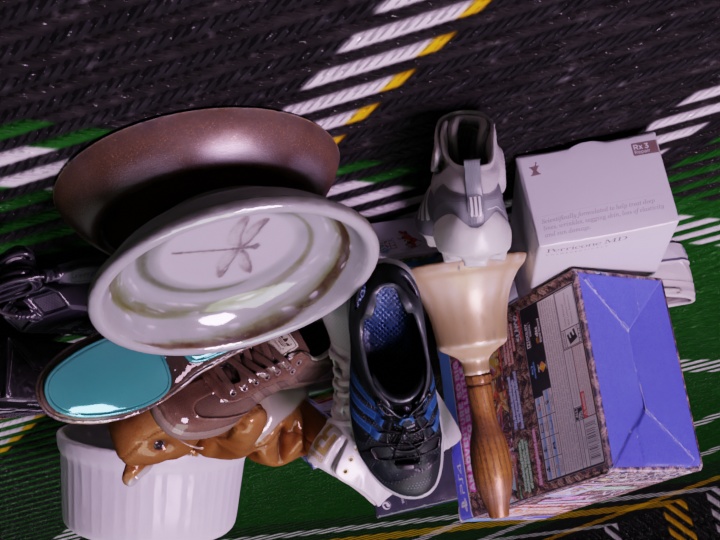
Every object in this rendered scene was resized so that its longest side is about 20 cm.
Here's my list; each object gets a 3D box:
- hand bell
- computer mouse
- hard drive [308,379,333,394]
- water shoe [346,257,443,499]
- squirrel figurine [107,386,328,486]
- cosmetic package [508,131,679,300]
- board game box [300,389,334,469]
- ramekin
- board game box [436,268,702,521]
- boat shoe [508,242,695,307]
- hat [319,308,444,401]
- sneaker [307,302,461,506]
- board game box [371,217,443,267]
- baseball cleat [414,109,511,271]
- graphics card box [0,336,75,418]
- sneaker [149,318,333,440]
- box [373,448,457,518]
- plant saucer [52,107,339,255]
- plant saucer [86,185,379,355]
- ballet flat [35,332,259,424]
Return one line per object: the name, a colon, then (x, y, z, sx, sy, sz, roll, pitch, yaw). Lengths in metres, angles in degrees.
hand bell: (0.092, 0.092, 0.912, 0.103, 0.202, 0.104, -8, 178, 0)
computer mouse: (-0.204, 0.009, 0.856, 0.199, 0.046, 0.140, 3, 158, -46)
hard drive: (-0.001, 0.085, 1.218, 0.198, 0.027, 0.132, -19, 159, 14)
water shoe: (0.022, 0.094, 0.873, 0.071, 0.202, 0.079, -11, -161, 1)
squirrel figurine: (-0.151, 0.133, 1.064, 0.186, 0.143, 0.199, -16, 177, -36)
cosmetic package: (0.183, -0.028, 0.956, 0.112, 0.082, 0.200, -11, 161, 3)
board game box: (0.021, 0.142, 1.217, 0.198, 0.035, 0.135, -17, -170, -15)
ramekin: (-0.216, 0.217, 1.214, 0.198, 0.099, 0.200, 4, -177, 0)
board game box: (0.165, 0.110, 0.972, 0.096, 0.161, 0.200, 5, 157, -30)
boat shoe: (0.230, 0.028, 1.149, 0.198, 0.066, 0.072, -11, 160, -5)
hat: (0.036, 0.099, 1.116, 0.199, 0.082, 0.201, -14, 162, -4)
sneaker: (-0.004, 0.108, 0.947, 0.115, 0.074, 0.201, -41, 121, -13)
board game box: (0.000, 0.000, 0.985, 0.198, 0.035, 0.126, -8, 160, -12)
baseball cleat: (0.077, -0.060, 0.831, 0.069, 0.108, 0.200, -1, -171, -4)
graphics card box: (-0.290, 0.092, 0.968, 0.199, 0.051, 0.125, -10, 166, 43)
sneaker: (-0.086, 0.071, 0.949, 0.199, 0.071, 0.076, -23, 158, -49)
box: (0.101, 0.198, 1.367, 0.197, 0.124, 0.200, -14, 177, 1)
plant saucer: (-0.108, -0.048, 0.805, 0.198, 0.032, 0.200, -12, 158, -5)
plant saucer: (-0.088, -0.008, 0.790, 0.198, 0.051, 0.201, -15, 154, -7)
ballet flat: (-0.152, 0.062, 0.883, 0.199, 0.069, 0.067, -20, -173, -25)
